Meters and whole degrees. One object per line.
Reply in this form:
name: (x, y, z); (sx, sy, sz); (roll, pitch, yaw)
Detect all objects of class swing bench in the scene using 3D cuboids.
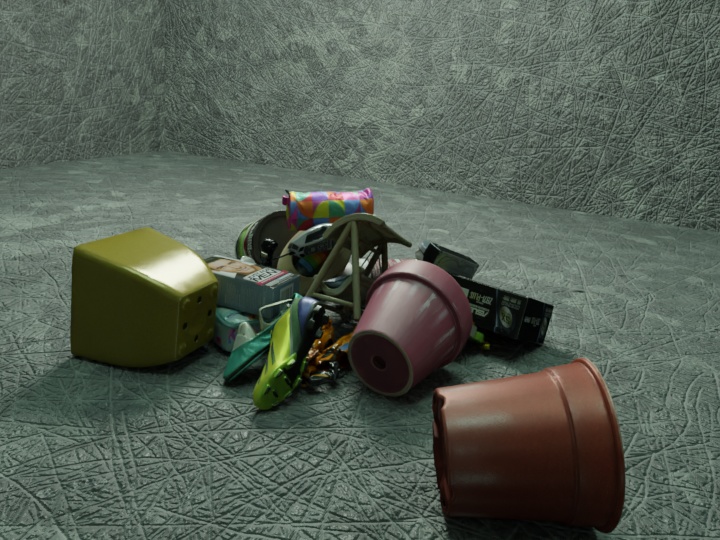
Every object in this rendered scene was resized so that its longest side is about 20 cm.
swing bench: (0.000, 0.000, 1.266); (0.127, 0.206, 0.198); (13, -6, 23)

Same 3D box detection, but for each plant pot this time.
plant pot: (-0.364, 0.060, 1.106); (0.195, 0.201, 0.194); (17, 20, 18)
plant pot: (0.189, 0.217, 0.769); (0.189, 0.207, 0.201); (-4, 17, 1)
plant pot: (0.074, 0.111, 1.083); (0.195, 0.205, 0.179); (13, 34, 26)

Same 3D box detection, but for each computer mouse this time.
computer mouse: (-0.116, -0.059, 1.295); (0.195, 0.045, 0.110); (-18, -20, -10)

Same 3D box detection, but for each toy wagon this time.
toy wagon: (0.170, 0.107, 1.246); (0.195, 0.041, 0.155); (21, -9, -8)

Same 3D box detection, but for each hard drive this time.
hard drive: (0.173, 0.023, 1.363); (0.038, 0.141, 0.198); (40, 14, 32)

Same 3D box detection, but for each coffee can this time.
coffee can: (-0.207, -0.055, 1.483); (0.142, 0.151, 0.199); (-2, -2, -24)

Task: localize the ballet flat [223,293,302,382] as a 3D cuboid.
ballet flat: (-0.169, 0.106, 1.078); (0.198, 0.071, 0.067); (-37, 3, -24)

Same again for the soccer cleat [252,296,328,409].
soccer cleat: (-0.124, 0.132, 1.016); (0.082, 0.065, 0.203); (10, 58, 32)

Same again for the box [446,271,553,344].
box: (0.280, 0.079, 1.318); (0.197, 0.088, 0.162); (18, 2, 36)

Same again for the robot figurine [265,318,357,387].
robot figurine: (-0.079, 0.145, 1.117); (0.142, 0.060, 0.199); (11, 17, 27)

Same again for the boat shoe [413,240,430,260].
boat shoe: (0.199, 0.023, 1.587); (0.074, 0.087, 0.203); (-8, 50, -51)

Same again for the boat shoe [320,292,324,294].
boat shoe: (-0.093, 0.028, 1.496); (0.198, 0.060, 0.075); (-20, 73, -53)

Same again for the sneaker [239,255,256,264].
sneaker: (-0.208, 0.028, 1.343); (0.090, 0.078, 0.200); (18, -9, 13)

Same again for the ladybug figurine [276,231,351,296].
ladybug figurine: (-0.101, -0.020, 1.369); (0.136, 0.199, 0.072); (44, -16, 13)

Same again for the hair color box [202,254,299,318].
hair color box: (-0.223, 0.027, 1.186); (0.195, 0.062, 0.099); (12, 18, 23)

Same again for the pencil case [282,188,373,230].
pencil case: (-0.068, -0.132, 1.337); (0.194, 0.091, 0.089); (-1, 17, -10)

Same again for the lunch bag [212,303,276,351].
lunch bag: (-0.197, 0.093, 1.221); (0.196, 0.079, 0.159); (-7, 20, -34)

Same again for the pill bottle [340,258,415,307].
pill bottle: (0.039, 0.030, 1.444); (0.194, 0.113, 0.110); (1, 17, -16)
